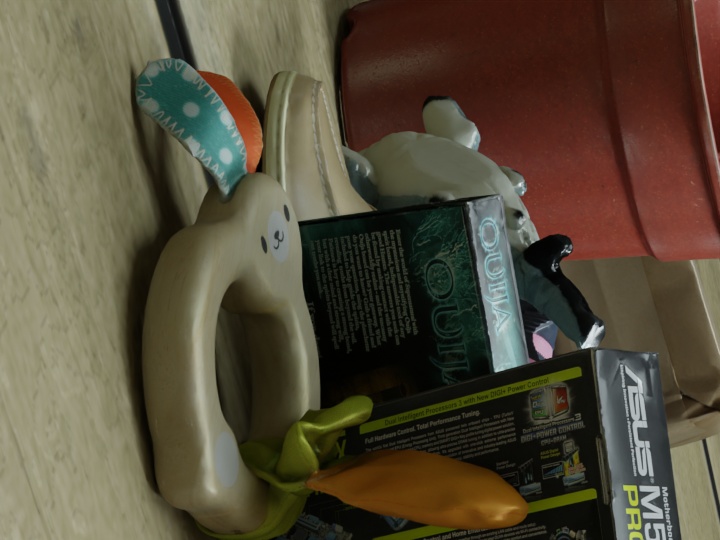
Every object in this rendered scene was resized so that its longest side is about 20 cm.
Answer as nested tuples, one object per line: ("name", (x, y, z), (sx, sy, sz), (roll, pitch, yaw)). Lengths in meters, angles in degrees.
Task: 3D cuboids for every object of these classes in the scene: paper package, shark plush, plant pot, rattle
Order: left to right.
("rattle", (-0.015, 0.003, 1.161), (0.130, 0.142, 0.201), (27, 61, -44))
("shark plush", (0.057, -0.015, 1.412), (0.091, 0.199, 0.084), (-29, 130, -39))
("plant pot", (0.100, -0.087, 1.569), (0.201, 0.194, 0.202), (-9, 90, -77))
("paper package", (0.163, 0.022, 1.852), (0.200, 0.103, 0.192), (54, 19, -80))

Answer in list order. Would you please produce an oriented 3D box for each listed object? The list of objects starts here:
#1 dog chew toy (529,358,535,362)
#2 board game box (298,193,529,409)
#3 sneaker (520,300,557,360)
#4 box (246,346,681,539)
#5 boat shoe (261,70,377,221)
("dog chew toy", (0.066, 0.099, 1.485), (0.125, 0.124, 0.201), (-81, 150, -53))
("board game box", (0.020, 0.073, 1.270), (0.028, 0.135, 0.201), (-13, 95, -48))
("sneaker", (0.074, 0.067, 1.682), (0.200, 0.070, 0.082), (-65, 165, -68))
("box", (0.043, 0.129, 1.190), (0.044, 0.199, 0.161), (7, 71, -46))
("boat shoe", (0.000, 0.000, 1.371), (0.072, 0.065, 0.201), (-58, 138, -70))
